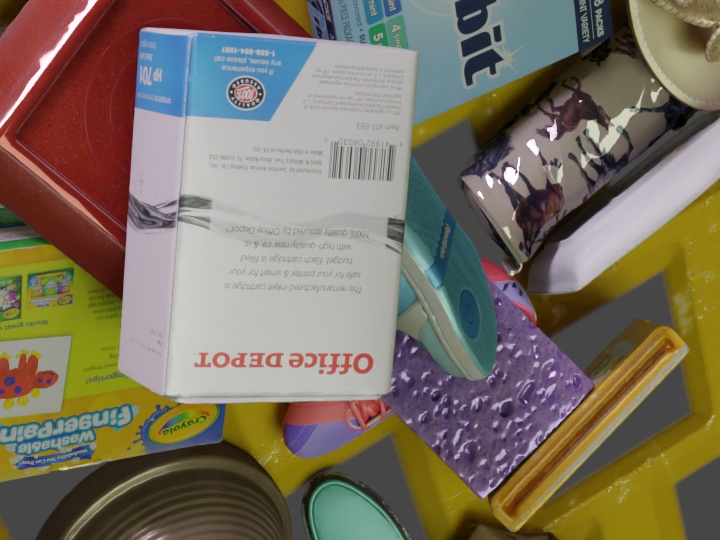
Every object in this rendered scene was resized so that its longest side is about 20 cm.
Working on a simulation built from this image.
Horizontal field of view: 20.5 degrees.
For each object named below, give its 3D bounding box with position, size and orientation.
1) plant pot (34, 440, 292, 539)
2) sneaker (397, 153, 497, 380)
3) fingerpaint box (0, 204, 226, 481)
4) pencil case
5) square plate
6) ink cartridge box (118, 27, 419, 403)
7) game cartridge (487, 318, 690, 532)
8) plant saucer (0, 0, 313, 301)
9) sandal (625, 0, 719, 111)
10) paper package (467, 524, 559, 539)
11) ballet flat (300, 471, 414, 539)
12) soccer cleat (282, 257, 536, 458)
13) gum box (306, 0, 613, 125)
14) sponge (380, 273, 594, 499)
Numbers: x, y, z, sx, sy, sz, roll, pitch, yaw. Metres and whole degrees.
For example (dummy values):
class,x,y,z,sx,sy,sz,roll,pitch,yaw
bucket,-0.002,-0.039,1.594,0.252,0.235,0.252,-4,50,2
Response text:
class,x,y,z,sx,sy,sz,roll,pitch,yaw
plant pot,-0.125,0.224,1.380,0.200,0.093,0.202,-17,127,-24
sneaker,0.000,0.000,1.296,0.130,0.080,0.201,-16,120,27
fingerpaint box,-0.181,0.036,1.235,0.199,0.073,0.168,-9,122,-27
pencil case,0.154,-0.089,1.364,0.200,0.078,0.090,-41,105,-4
square plate,0.200,-0.055,1.373,0.200,0.198,0.029,-39,93,-5
ink cartridge box,-0.054,-0.032,1.134,0.145,0.086,0.202,1,99,-29
game cartridge,0.156,0.106,1.438,0.032,0.200,0.176,44,91,0
plant saucer,-0.115,-0.092,1.160,0.200,0.037,0.200,41,78,-29
sandal,0.212,-0.200,1.282,0.077,0.070,0.213,-23,104,-16
paper package,0.124,0.330,1.538,0.103,0.191,0.201,13,113,-50
ballet flat,0.022,0.230,1.484,0.072,0.072,0.201,-40,99,-3
soccer cleat,0.033,0.068,1.390,0.200,0.076,0.067,-38,132,-7
gum box,0.062,-0.192,1.263,0.199,0.045,0.171,-25,129,-16
sponge,0.051,0.047,1.346,0.112,0.030,0.200,-45,94,-1
